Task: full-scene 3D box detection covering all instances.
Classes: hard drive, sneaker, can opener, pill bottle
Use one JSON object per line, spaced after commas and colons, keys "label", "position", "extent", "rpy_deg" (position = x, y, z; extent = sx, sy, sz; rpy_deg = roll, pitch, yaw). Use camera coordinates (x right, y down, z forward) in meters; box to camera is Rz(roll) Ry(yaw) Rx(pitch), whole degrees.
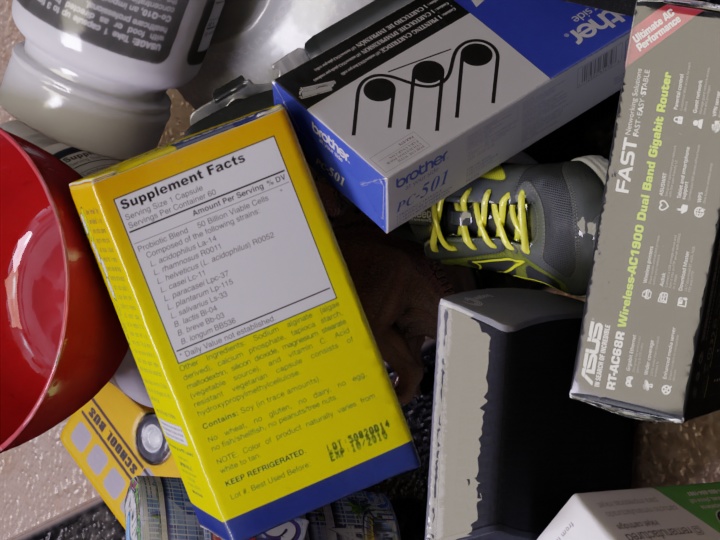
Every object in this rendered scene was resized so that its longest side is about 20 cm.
{"label": "hard drive", "position": [0.093, 0.077, 1.273], "extent": [0.042, 0.200, 0.135], "rpy_deg": [3, 89, 27]}
{"label": "sneaker", "position": [0.074, -0.023, 1.317], "extent": [0.200, 0.085, 0.075], "rpy_deg": [-166, 72, -69]}
{"label": "can opener", "position": [-0.005, -0.108, 1.395], "extent": [0.200, 0.053, 0.066], "rpy_deg": [-31, 27, 2]}
{"label": "pill bottle", "position": [-0.161, -0.010, 1.532], "extent": [0.200, 0.116, 0.116], "rpy_deg": [33, 109, 35]}
{"label": "pill bottle", "position": [-0.129, -0.172, 1.405], "extent": [0.114, 0.114, 0.200], "rpy_deg": [33, 109, 35]}

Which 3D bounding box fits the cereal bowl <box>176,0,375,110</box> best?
{"label": "cereal bowl", "position": [-0.058, -0.174, 1.475], "extent": [0.200, 0.083, 0.200], "rpy_deg": [-1, 89, 40]}

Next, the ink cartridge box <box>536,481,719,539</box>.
{"label": "ink cartridge box", "position": [0.182, 0.204, 1.227], "extent": [0.200, 0.145, 0.084], "rpy_deg": [50, 118, 29]}

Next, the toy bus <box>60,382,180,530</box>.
{"label": "toy bus", "position": [-0.095, 0.144, 1.505], "extent": [0.200, 0.065, 0.078], "rpy_deg": [49, 118, 29]}

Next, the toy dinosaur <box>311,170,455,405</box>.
{"label": "toy dinosaur", "position": [0.000, 0.000, 1.415], "extent": [0.200, 0.086, 0.136], "rpy_deg": [14, 97, 30]}

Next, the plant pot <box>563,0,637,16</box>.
{"label": "plant pot", "position": [0.126, -0.240, 1.248], "extent": [0.177, 0.199, 0.200], "rpy_deg": [-50, 48, 36]}

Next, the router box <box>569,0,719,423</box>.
{"label": "router box", "position": [0.169, -0.031, 1.238], "extent": [0.062, 0.150, 0.200], "rpy_deg": [12, 96, 23]}

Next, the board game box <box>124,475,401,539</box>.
{"label": "board game box", "position": [-0.071, 0.183, 1.352], "extent": [0.200, 0.200, 0.062], "rpy_deg": [-100, 21, -47]}

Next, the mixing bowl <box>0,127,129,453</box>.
{"label": "mixing bowl", "position": [-0.198, 0.011, 1.417], "extent": [0.200, 0.108, 0.200], "rpy_deg": [0, 90, 39]}

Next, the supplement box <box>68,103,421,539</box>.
{"label": "supplement box", "position": [-0.063, 0.027, 1.305], "extent": [0.110, 0.109, 0.200], "rpy_deg": [-178, 67, -77]}

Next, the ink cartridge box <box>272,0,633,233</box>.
{"label": "ink cartridge box", "position": [0.061, -0.106, 1.312], "extent": [0.094, 0.200, 0.044], "rpy_deg": [42, 151, 32]}
